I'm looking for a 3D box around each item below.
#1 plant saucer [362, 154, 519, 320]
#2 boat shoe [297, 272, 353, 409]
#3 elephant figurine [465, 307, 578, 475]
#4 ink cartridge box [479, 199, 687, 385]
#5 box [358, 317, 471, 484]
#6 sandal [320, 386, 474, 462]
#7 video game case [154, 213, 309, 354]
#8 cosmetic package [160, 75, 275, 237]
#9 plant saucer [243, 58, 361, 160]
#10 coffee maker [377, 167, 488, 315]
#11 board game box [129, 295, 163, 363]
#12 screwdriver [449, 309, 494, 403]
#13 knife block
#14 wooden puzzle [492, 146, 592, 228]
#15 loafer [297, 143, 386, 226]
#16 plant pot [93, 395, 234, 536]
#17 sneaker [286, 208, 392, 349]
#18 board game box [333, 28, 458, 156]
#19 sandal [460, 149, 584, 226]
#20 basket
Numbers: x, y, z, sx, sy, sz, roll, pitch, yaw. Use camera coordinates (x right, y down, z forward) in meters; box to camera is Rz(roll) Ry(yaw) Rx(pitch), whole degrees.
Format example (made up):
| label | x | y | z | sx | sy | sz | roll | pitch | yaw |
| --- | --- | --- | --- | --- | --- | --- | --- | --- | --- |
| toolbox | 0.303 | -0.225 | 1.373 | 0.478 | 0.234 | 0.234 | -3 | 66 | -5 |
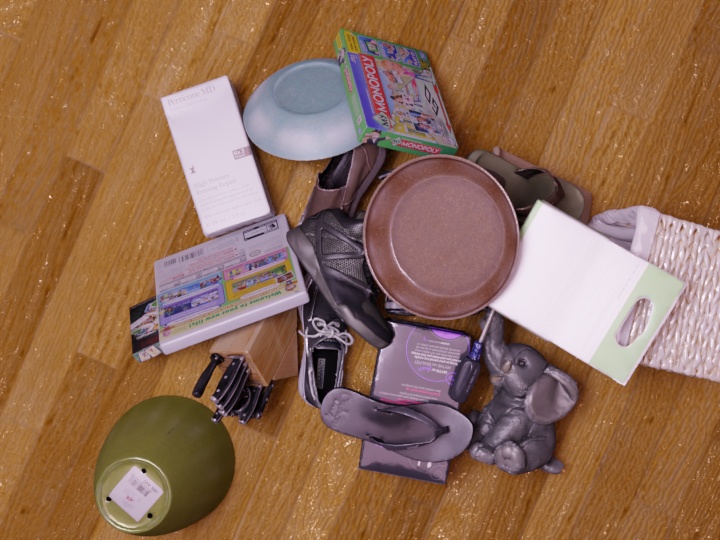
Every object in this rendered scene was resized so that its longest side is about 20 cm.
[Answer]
| label | x | y | z | sx | sy | sz | roll | pitch | yaw |
| --- | --- | --- | --- | --- | --- | --- | --- | --- | --- |
| plant saucer | 0.101 | -0.041 | 1.102 | 0.200 | 0.037 | 0.201 | 4 | 99 | 25 |
| boat shoe | -0.050 | 0.092 | 1.238 | 0.073 | 0.068 | 0.200 | 8 | 90 | -21 |
| elephant figurine | 0.218 | 0.163 | 1.208 | 0.141 | 0.155 | 0.200 | 21 | 96 | 26 |
| ink cartridge box | 0.265 | 0.025 | 1.088 | 0.200 | 0.048 | 0.146 | 31 | 97 | 12 |
| box | 0.073 | 0.173 | 1.226 | 0.122 | 0.106 | 0.201 | 10 | 90 | 3 |
| sandal | 0.046 | 0.201 | 1.152 | 0.200 | 0.043 | 0.076 | 9 | 90 | 3 |
| video game case | -0.178 | 0.014 | 1.210 | 0.200 | 0.182 | 0.022 | -20 | 130 | 0 |
| cosmetic package | -0.196 | -0.156 | 1.250 | 0.101 | 0.074 | 0.200 | -19 | 90 | 0 |
| plant saucer | -0.062 | -0.231 | 1.209 | 0.200 | 0.039 | 0.201 | -4 | 52 | 5 |
| coffee maker | 0.123 | -0.039 | 1.215 | 0.192 | 0.135 | 0.201 | -3 | 90 | 0 |
| board game box | -0.221 | 0.047 | 1.236 | 0.200 | 0.105 | 0.023 | -24 | 127 | 2 |
| screwdriver | 0.155 | 0.075 | 1.147 | 0.029 | 0.028 | 0.201 | 16 | 98 | -6 |
| knife block | -0.154 | 0.099 | 1.192 | 0.064 | 0.175 | 0.201 | -1 | 89 | 27 |
| wooden puzzle | 0.228 | -0.047 | 1.206 | 0.200 | 0.037 | 0.186 | 22 | 73 | -32 |
| loafer | -0.044 | -0.104 | 1.228 | 0.073 | 0.071 | 0.200 | 36 | 104 | 37 |
| plant pot | -0.273 | 0.269 | 1.182 | 0.187 | 0.200 | 0.188 | 0 | 89 | 1 |
| sneaker | 0.000 | 0.000 | 1.163 | 0.114 | 0.076 | 0.200 | -36 | 74 | 8 |
| board game box | 0.044 | -0.232 | 1.187 | 0.134 | 0.029 | 0.200 | 9 | 47 | -26 |
| sandal | 0.215 | -0.098 | 1.143 | 0.201 | 0.057 | 0.080 | 15 | 77 | -33 |
| basket | 0.383 | 0.030 | 1.183 | 0.160 | 0.198 | 0.201 | 13 | 89 | -4 |
